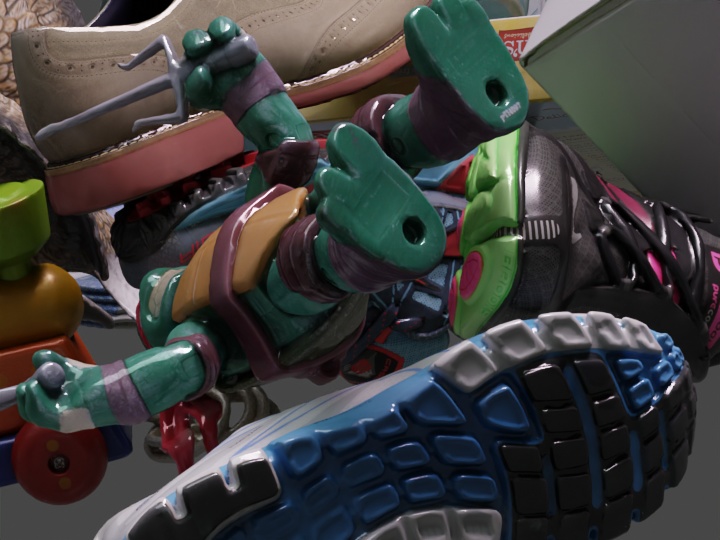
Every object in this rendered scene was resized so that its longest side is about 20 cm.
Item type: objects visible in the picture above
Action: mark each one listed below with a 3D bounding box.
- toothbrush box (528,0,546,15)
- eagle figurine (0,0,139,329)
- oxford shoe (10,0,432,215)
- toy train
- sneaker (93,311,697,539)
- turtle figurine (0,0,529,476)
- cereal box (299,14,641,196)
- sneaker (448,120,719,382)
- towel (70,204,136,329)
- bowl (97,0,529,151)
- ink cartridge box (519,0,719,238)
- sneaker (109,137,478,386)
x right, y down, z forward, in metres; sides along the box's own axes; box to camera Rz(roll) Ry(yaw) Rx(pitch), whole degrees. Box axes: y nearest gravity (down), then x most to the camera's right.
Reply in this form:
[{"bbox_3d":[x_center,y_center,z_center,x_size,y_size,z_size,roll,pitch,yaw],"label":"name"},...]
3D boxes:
[{"bbox_3d":[0.143,-0.176,1.399,0.085,0.200,0.146,-1,6,-35],"label":"toothbrush box"},{"bbox_3d":[-0.146,-0.045,1.144,0.152,0.200,0.151,29,41,30],"label":"eagle figurine"},{"bbox_3d":[-0.039,-0.089,1.038,0.070,0.075,0.200,-10,16,45],"label":"oxford shoe"},{"bbox_3d":[-0.114,0.019,1.053,0.200,0.116,0.085,-13,15,-2],"label":"toy train"},{"bbox_3d":[0.006,0.059,0.895,0.200,0.075,0.087,-17,9,-20],"label":"sneaker"},{"bbox_3d":[-0.037,-0.009,0.922,0.200,0.101,0.150,-27,42,48],"label":"turtle figurine"},{"bbox_3d":[0.068,-0.059,1.183,0.144,0.040,0.200,-4,-12,27],"label":"cereal box"},{"bbox_3d":[0.085,-0.004,0.967,0.084,0.077,0.200,7,-3,22],"label":"sneaker"},{"bbox_3d":[-0.086,-0.008,1.326,0.147,0.024,0.200,-23,17,-38],"label":"towel"},{"bbox_3d":[-0.004,-0.106,1.268,0.201,0.201,0.105,-23,54,-36],"label":"bowl"},{"bbox_3d":[0.156,-0.099,1.082,0.087,0.145,0.200,-33,21,36],"label":"ink cartridge box"},{"bbox_3d":[0.000,0.000,1.056,0.200,0.096,0.079,-7,-3,-43],"label":"sneaker"}]
